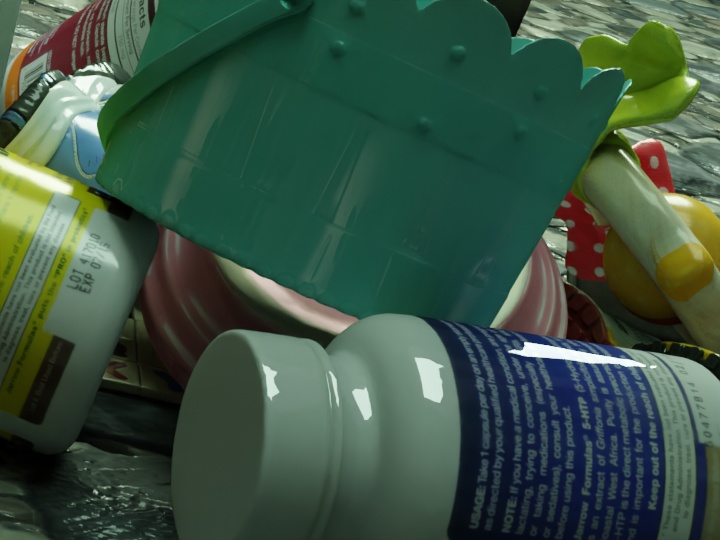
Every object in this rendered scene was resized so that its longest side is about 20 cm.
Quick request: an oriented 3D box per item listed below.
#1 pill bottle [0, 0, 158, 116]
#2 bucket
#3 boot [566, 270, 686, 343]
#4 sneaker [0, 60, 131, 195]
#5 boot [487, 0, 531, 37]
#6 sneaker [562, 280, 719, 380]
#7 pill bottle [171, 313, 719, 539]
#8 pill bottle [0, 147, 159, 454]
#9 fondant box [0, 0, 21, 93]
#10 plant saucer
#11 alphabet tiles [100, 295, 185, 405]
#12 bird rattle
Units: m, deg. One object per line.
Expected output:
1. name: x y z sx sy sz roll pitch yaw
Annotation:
1. pill bottle: -0.087 -0.105 1.492 0.200 0.113 0.113 -27 -17 39
2. bucket: -0.005 -0.061 1.191 0.207 0.135 0.207 26 3 -2
3. boot: 0.207 0.023 1.528 0.181 0.073 0.200 15 4 -3
4. sneaker: -0.127 -0.047 1.340 0.077 0.076 0.200 44 11 -1
5. boot: 0.053 -0.074 1.538 0.164 0.201 0.066 7 17 -31
6. sneaker: 0.125 0.064 1.391 0.200 0.078 0.082 28 -3 42
7. pill bottle: 0.036 0.080 1.104 0.199 0.120 0.120 10 15 -25
8. pill bottle: -0.190 -0.010 1.175 0.199 0.110 0.109 23 14 -4
9. fondant box: -0.211 -0.101 1.475 0.058 0.145 0.200 12 15 -10
10. plant saucer: 0.000 0.000 1.319 0.200 0.051 0.201 6 48 -7
11. alphabet tiles: -0.076 0.038 1.375 0.199 0.008 0.167 13 14 -9
12. bird rattle: 0.133 -0.016 1.417 0.163 0.112 0.200 58 -6 34
